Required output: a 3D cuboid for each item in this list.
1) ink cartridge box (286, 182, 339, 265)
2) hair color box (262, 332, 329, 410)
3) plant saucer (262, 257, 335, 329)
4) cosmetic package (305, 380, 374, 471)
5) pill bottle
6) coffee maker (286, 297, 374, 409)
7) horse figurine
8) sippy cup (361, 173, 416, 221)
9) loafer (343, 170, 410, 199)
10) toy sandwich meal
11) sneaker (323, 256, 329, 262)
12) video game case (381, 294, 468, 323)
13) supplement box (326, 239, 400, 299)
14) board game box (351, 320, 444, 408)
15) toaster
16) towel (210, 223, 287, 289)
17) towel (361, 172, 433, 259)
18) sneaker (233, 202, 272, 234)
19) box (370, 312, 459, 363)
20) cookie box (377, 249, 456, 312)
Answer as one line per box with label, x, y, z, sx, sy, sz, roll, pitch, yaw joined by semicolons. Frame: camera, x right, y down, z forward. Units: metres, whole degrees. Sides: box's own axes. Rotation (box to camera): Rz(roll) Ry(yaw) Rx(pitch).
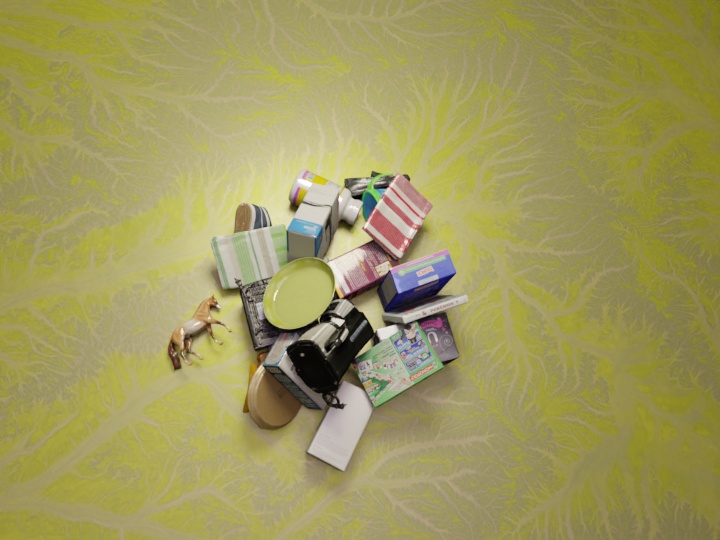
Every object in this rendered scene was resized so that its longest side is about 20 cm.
ink cartridge box;-0.123;-0.112;1.499;0.084;0.145;0.200;14;48;7
hair color box;-0.147;0.254;1.416;0.200;0.060;0.100;54;48;-34
plant saucer;-0.146;0.059;1.397;0.200;0.031;0.200;-13;55;19
cosmetic package;-0.047;0.394;1.441;0.108;0.085;0.200;29;69;1
pill bottle;-0.097;-0.204;1.620;0.200;0.104;0.104;25;70;0
coffee maker;-0.064;0.196;1.390;0.135;0.192;0.200;4;30;29
horse figurine;-0.429;0.165;1.475;0.200;0.050;0.133;-41;69;-12
sippy cup;0.090;-0.180;1.627;0.130;0.178;0.140;-19;52;-19
loafer;0.049;-0.264;1.680;0.200;0.068;0.071;-13;83;-9
toy sandwich meal;-0.222;0.298;1.433;0.205;0.070;0.205;-1;92;-48
sneaker;-0.187;-0.019;1.571;0.200;0.070;0.080;4;79;0
video game case;0.167;0.100;1.510;0.182;0.200;0.023;-17;92;-14
supplement box;0.000;0.000;1.577;0.200;0.086;0.110;-26;77;-15
board game box;0.090;0.235;1.415;0.200;0.029;0.135;-33;71;10
toaster;-0.217;0.105;1.493;0.181;0.119;0.200;-15;75;-13
towel;-0.284;-0.037;1.510;0.200;0.031;0.149;-12;109;-5
towel;0.105;-0.149;1.554;0.144;0.023;0.200;40;69;-21
sneaker;-0.308;-0.088;1.572;0.070;0.108;0.200;19;102;20
box;0.143;0.203;1.516;0.200;0.115;0.132;-12;74;-12
cookie box;0.147;0.031;1.528;0.171;0.200;0.075;-18;76;-14
